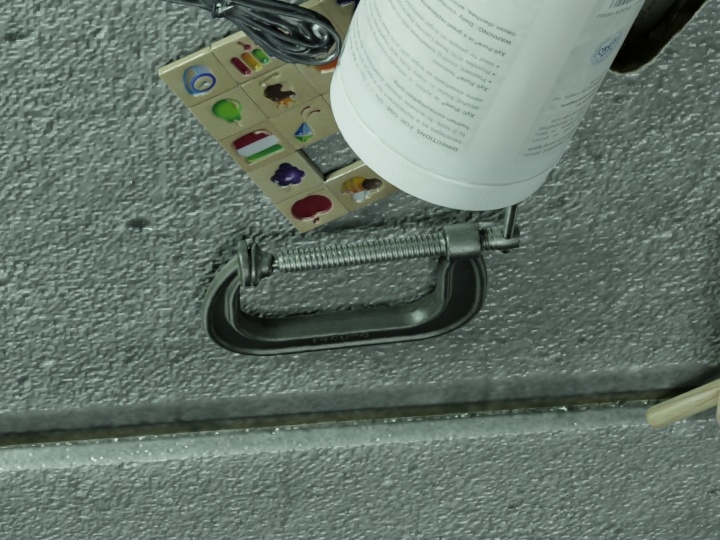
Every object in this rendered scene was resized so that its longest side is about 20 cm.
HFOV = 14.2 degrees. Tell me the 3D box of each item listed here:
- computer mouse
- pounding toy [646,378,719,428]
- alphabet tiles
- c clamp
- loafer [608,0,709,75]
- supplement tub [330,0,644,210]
[{"bbox_3d":[-0.047,-0.202,1.426,0.140,0.046,0.201,21,132,-5],"label":"computer mouse"},{"bbox_3d":[0.292,0.063,1.774,0.183,0.143,0.200,-18,146,-11],"label":"pounding toy"},{"bbox_3d":[0.015,-0.102,1.589,0.199,0.008,0.167,-23,140,17],"label":"alphabet tiles"},{"bbox_3d":[0.000,0.000,1.700,0.199,0.027,0.171,-9,152,1],"label":"c clamp"},{"bbox_3d":[0.170,-0.174,1.477,0.075,0.069,0.200,7,140,-21],"label":"loafer"},{"bbox_3d":[0.073,-0.142,1.442,0.131,0.132,0.200,7,137,-20],"label":"supplement tub"}]
